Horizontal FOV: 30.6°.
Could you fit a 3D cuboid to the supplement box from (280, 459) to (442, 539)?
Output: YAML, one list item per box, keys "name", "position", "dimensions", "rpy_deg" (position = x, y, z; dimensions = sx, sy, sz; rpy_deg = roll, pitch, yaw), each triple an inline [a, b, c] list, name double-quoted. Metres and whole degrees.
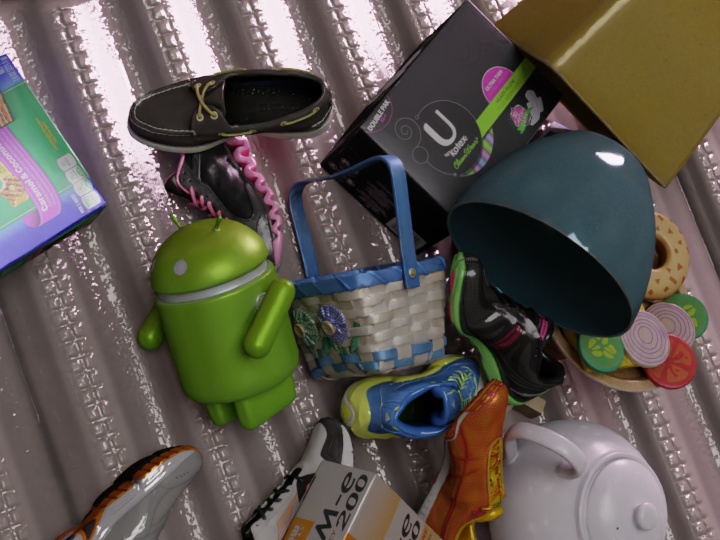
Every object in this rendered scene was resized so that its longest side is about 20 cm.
- name: "supplement box"
  position: [0.012, 0.282, 1.205]
  dimensions: [0.200, 0.073, 0.127]
  rpy_deg: [48, 60, -39]

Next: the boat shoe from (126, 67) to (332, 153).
- name: "boat shoe"
  position: [-0.126, -0.158, 1.249]
  dimensions: [0.198, 0.061, 0.073]
  rpy_deg: [-5, 73, -3]

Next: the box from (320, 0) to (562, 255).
- name: "box"
  position: [0.085, -0.147, 1.372]
  dimensions: [0.148, 0.124, 0.201]
  rpy_deg: [42, 66, -8]

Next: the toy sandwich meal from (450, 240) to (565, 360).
- name: "toy sandwich meal"
  position: [0.189, -0.003, 1.406]
  dimensions: [0.202, 0.070, 0.208]
  rpy_deg: [6, 74, -21]

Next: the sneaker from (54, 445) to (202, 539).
- name: "sneaker"
  position: [-0.207, 0.244, 1.181]
  dimensions: [0.200, 0.076, 0.092]
  rpy_deg: [-43, 102, -18]

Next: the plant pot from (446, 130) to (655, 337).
- name: "plant pot"
  position: [0.200, -0.051, 1.243]
  dimensions: [0.199, 0.200, 0.135]
  rpy_deg: [38, 71, -9]

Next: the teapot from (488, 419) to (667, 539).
- name: "teapot"
  position: [0.230, 0.237, 1.299]
  dimensions: [0.198, 0.145, 0.200]
  rpy_deg: [-6, 86, -33]

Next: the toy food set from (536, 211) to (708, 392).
- name: "toy food set"
  position: [0.272, 0.033, 1.362]
  dimensions: [0.198, 0.049, 0.200]
  rpy_deg: [-4, 69, -27]

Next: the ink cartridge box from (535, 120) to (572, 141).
- name: "ink cartridge box"
  position: [0.223, -0.103, 1.415]
  dimensions: [0.099, 0.040, 0.200]
  rpy_deg: [30, 26, 9]

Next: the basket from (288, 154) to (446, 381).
- name: "basket"
  position: [0.000, 0.000, 1.269]
  dimensions: [0.138, 0.176, 0.203]
  rpy_deg: [-6, 86, -35]

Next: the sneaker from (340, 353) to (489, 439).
- name: "sneaker"
  position: [0.083, 0.132, 1.293]
  dimensions: [0.198, 0.105, 0.077]
  rpy_deg: [-12, 100, -33]

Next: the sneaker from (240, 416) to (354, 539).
- name: "sneaker"
  position: [-0.064, 0.229, 1.238]
  dimensions: [0.079, 0.074, 0.202]
  rpy_deg: [23, 68, -13]

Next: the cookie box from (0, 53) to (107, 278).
- name: "cookie box"
  position: [-0.362, -0.071, 1.190]
  dimensions: [0.199, 0.075, 0.172]
  rpy_deg: [-35, 92, -26]

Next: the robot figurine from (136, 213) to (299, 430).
- name: "robot figurine"
  position: [-0.125, 0.043, 1.218]
  dimensions: [0.115, 0.174, 0.202]
  rpy_deg: [-30, 112, -41]

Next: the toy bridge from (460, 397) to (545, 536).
- name: "toy bridge"
  position: [0.127, 0.210, 1.347]
  dimensions: [0.067, 0.027, 0.202]
  rpy_deg: [29, 67, -12]

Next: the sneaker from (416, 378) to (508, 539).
- name: "sneaker"
  position: [0.113, 0.190, 1.255]
  dimensions: [0.077, 0.202, 0.073]
  rpy_deg: [29, 35, 24]

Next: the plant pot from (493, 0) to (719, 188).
- name: "plant pot"
  position: [0.293, -0.245, 1.378]
  dimensions: [0.194, 0.196, 0.200]
  rpy_deg: [41, 98, -23]

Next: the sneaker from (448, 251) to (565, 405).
- name: "sneaker"
  position: [0.143, 0.049, 1.285]
  dimensions: [0.201, 0.083, 0.077]
  rpy_deg: [55, 29, -39]

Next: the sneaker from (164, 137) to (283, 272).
- name: "sneaker"
  position: [-0.141, -0.078, 1.289]
  dimensions: [0.094, 0.079, 0.202]
  rpy_deg: [-20, 73, -19]
